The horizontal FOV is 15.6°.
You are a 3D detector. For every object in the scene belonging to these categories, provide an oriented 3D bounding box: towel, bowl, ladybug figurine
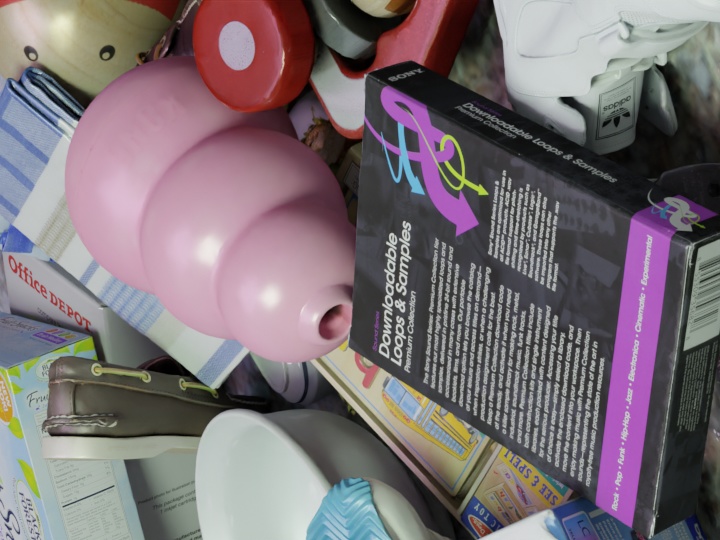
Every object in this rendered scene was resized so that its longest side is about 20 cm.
[{"bbox_3d":[-0.131,-0.021,1.476,0.200,0.024,0.147,39,150,-1],"label":"towel"},{"bbox_3d":[-0.007,0.159,1.488,0.201,0.090,0.202,40,141,43],"label":"bowl"},{"bbox_3d":[-0.161,-0.191,1.465,0.072,0.135,0.201,84,-179,-70],"label":"ladybug figurine"}]

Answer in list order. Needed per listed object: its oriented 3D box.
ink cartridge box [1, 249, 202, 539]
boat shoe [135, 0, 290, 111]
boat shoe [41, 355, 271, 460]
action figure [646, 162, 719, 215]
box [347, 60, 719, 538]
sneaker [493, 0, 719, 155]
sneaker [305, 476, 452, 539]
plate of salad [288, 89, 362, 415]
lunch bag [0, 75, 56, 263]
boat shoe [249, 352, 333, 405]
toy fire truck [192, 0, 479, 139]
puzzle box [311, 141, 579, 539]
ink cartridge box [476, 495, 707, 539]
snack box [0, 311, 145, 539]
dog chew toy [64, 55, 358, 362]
[{"bbox_3d":[-0.158,0.070,1.703,0.145,0.084,0.201,32,134,48],"label":"ink cartridge box"},{"bbox_3d":[-0.086,-0.100,1.426,0.072,0.072,0.200,63,169,11],"label":"boat shoe"},{"bbox_3d":[-0.116,0.080,1.552,0.071,0.200,0.060,-4,87,34],"label":"boat shoe"},{"bbox_3d":[0.107,0.005,1.195,0.200,0.069,0.131,-13,86,56],"label":"action figure"},{"bbox_3d":[0.073,0.008,1.150,0.200,0.036,0.144,30,128,38],"label":"box"},{"bbox_3d":[0.119,-0.100,1.119,0.200,0.075,0.116,23,129,59],"label":"sneaker"},{"bbox_3d":[0.037,0.170,1.362,0.076,0.081,0.201,6,139,39],"label":"sneaker"},{"bbox_3d":[0.000,0.000,1.418,0.200,0.048,0.201,38,138,44],"label":"plate of salad"},{"bbox_3d":[-0.184,-0.099,1.586,0.200,0.075,0.161,117,160,-58],"label":"lunch bag"},{"bbox_3d":[-0.085,-0.005,1.543,0.201,0.066,0.074,63,152,12],"label":"boat shoe"},{"bbox_3d":[-0.011,-0.176,1.277,0.168,0.112,0.201,-39,74,42],"label":"toy fire truck"},{"bbox_3d":[0.044,0.044,1.331,0.200,0.025,0.133,46,135,20],"label":"puzzle box"},{"bbox_3d":[0.083,0.154,1.222,0.136,0.200,0.077,-27,83,24],"label":"ink cartridge box"},{"bbox_3d":[-0.207,0.134,1.671,0.168,0.067,0.201,12,120,58],"label":"snack box"},{"bbox_3d":[-0.064,-0.024,1.302,0.200,0.124,0.125,43,142,45],"label":"dog chew toy"}]
